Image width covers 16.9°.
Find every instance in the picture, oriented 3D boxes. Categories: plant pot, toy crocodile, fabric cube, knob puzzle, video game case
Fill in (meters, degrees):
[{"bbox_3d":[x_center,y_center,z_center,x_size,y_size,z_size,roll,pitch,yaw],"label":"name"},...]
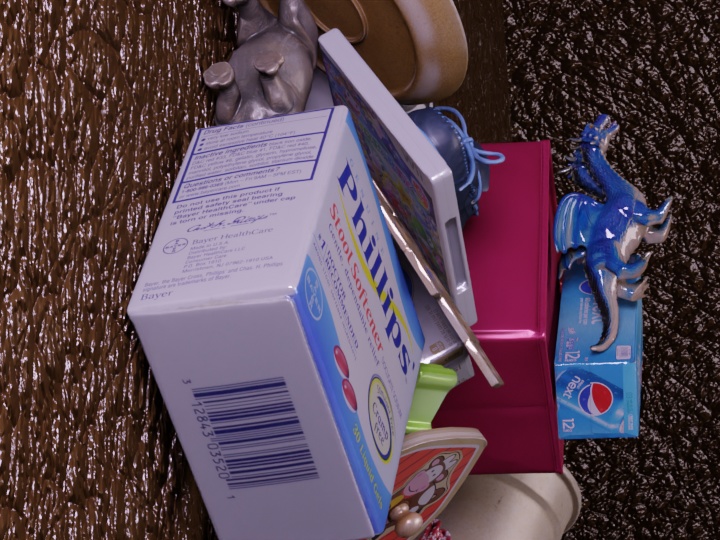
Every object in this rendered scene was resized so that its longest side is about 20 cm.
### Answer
[{"bbox_3d":[-0.014,-0.184,1.620,0.027,0.200,0.200,-46,150,-23],"label":"plant pot"},{"bbox_3d":[-0.009,0.129,1.600,0.067,0.200,0.062,14,40,-47],"label":"toy crocodile"},{"bbox_3d":[0.056,0.032,1.907,0.200,0.199,0.196,77,15,-51],"label":"fabric cube"},{"bbox_3d":[0.004,0.172,1.591,0.030,0.219,0.220,52,-8,24],"label":"knob puzzle"},{"bbox_3d":[0.077,0.259,2.130,0.201,0.200,0.184,78,25,-51],"label":"plant pot"},{"bbox_3d":[0.027,-0.059,1.658,0.143,0.018,0.200,53,-12,29],"label":"video game case"}]

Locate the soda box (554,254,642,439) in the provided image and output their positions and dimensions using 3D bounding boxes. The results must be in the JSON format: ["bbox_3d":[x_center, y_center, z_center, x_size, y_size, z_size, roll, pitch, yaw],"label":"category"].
[{"bbox_3d":[0.190,0.058,1.919,0.200,0.064,0.068,-72,159,-64],"label":"soda box"}]

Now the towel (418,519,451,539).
[{"bbox_3d":[0.006,0.292,1.779,0.200,0.022,0.145,-62,-179,-43],"label":"towel"}]

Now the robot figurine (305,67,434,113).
[{"bbox_3d":[0.001,-0.162,1.806,0.125,0.150,0.200,-42,-156,33],"label":"robot figurine"}]

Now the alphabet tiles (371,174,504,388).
[{"bbox_3d":[0.037,-0.009,1.584,0.200,0.008,0.167,57,3,5],"label":"alphabet tiles"}]

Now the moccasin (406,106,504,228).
[{"bbox_3d":[0.056,-0.075,1.719,0.081,0.068,0.200,56,-10,11],"label":"moccasin"}]

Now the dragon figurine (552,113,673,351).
[{"bbox_3d":[0.181,-0.024,1.882,0.059,0.099,0.200,75,35,-63],"label":"dragon figurine"}]

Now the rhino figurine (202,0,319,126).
[{"bbox_3d":[-0.066,-0.106,1.574,0.088,0.060,0.200,71,23,-51],"label":"rhino figurine"}]

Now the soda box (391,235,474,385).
[{"bbox_3d":[0.000,0.000,1.674,0.200,0.068,0.064,59,-4,24],"label":"soda box"}]

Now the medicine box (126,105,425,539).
[{"bbox_3d":[-0.044,0.033,1.435,0.200,0.103,0.182,-75,151,-54],"label":"medicine box"}]
